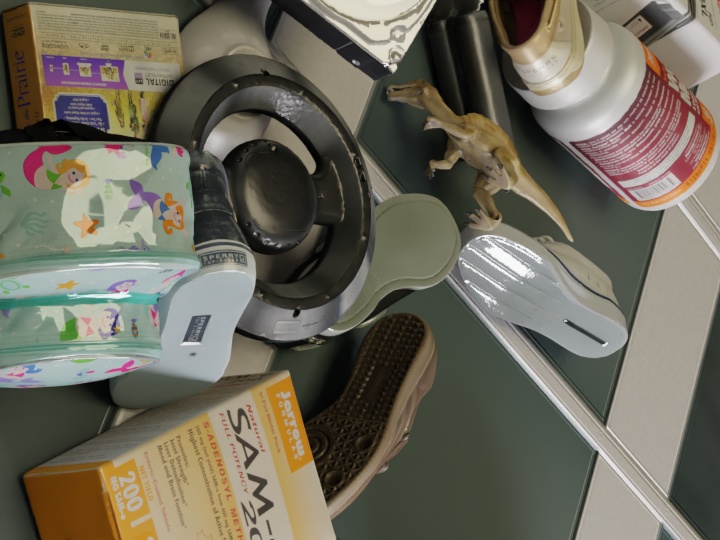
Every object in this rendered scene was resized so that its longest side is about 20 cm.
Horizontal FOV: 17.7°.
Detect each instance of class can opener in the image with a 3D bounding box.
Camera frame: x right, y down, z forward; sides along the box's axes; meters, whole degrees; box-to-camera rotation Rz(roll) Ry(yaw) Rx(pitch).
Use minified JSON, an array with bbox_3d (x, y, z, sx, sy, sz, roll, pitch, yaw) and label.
[{"bbox_3d":[0.090,-0.191,1.855,0.067,0.053,0.201,-19,98,-51],"label":"can opener"}]

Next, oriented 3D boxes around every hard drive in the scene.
[{"bbox_3d":[-0.026,-0.248,1.621,0.200,0.038,0.140,37,69,-16],"label":"hard drive"}]

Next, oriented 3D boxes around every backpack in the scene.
[{"bbox_3d":[-0.183,-0.010,1.315,0.177,0.200,0.151,-2,77,-26],"label":"backpack"}]

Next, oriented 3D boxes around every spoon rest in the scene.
[{"bbox_3d":[-0.077,-0.167,1.643,0.099,0.060,0.200,48,61,-33],"label":"spoon rest"}]

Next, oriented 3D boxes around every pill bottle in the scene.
[{"bbox_3d":[0.211,-0.142,1.954,0.200,0.109,0.110,37,54,-42],"label":"pill bottle"}]

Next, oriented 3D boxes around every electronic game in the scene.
[{"bbox_3d":[-0.065,-0.050,1.575,0.199,0.042,0.201,15,68,-40],"label":"electronic game"}]

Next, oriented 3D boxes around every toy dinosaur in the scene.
[{"bbox_3d":[0.105,-0.080,1.783,0.200,0.058,0.101,40,32,-13],"label":"toy dinosaur"}]

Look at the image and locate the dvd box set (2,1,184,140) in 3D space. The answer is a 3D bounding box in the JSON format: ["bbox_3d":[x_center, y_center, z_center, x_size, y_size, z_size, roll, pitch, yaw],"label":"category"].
[{"bbox_3d":[-0.163,-0.072,1.517,0.146,0.029,0.201,-4,84,-53],"label":"dvd box set"}]

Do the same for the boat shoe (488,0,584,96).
[{"bbox_3d":[0.136,-0.237,1.875,0.069,0.073,0.201,41,30,-45],"label":"boat shoe"}]

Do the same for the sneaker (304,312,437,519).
[{"bbox_3d":[0.004,0.124,1.659,0.200,0.070,0.076,-54,145,-32],"label":"sneaker"}]

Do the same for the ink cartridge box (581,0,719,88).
[{"bbox_3d":[0.236,-0.264,2.007,0.200,0.084,0.145,36,37,-43],"label":"ink cartridge box"}]

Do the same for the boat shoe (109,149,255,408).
[{"bbox_3d":[-0.115,0.009,1.457,0.070,0.200,0.091,0,60,-23],"label":"boat shoe"}]

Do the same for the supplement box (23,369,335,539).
[{"bbox_3d":[-0.113,0.155,1.496,0.200,0.073,0.127,-27,104,-52],"label":"supplement box"}]

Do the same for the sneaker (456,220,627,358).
[{"bbox_3d":[0.141,0.004,1.876,0.200,0.073,0.071,36,29,-41],"label":"sneaker"}]

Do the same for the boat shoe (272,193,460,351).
[{"bbox_3d":[0.000,0.000,1.689,0.200,0.060,0.076,-25,88,-49],"label":"boat shoe"}]
